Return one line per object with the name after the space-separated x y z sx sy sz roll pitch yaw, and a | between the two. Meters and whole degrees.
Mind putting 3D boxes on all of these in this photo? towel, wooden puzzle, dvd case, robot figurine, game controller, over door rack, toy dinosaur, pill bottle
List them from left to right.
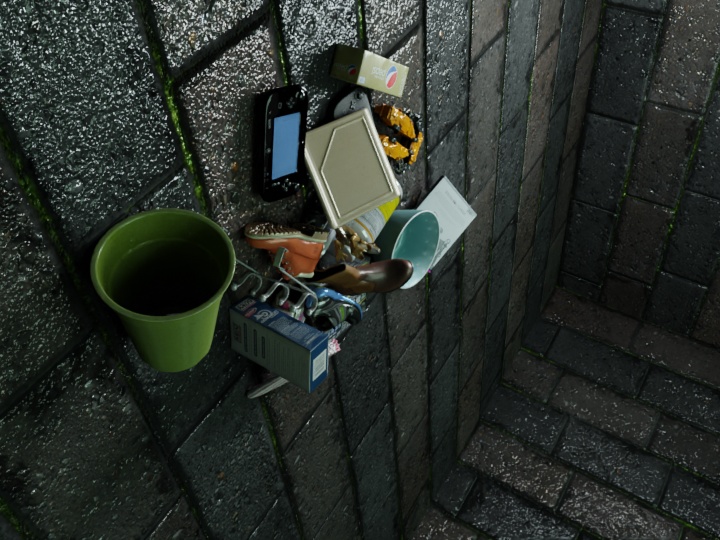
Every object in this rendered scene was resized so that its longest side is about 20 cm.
-0.172 0.014 1.264 0.068 0.145 0.201 -63 155 -20 | over door rack
-0.137 -0.222 1.253 0.104 0.041 0.204 -35 138 -50 | game controller
-0.142 0.211 1.528 0.145 0.030 0.199 -36 170 30 | towel
-0.035 -0.073 1.423 0.060 0.108 0.200 -32 130 18 | toy dinosaur
-0.024 -0.200 1.390 0.198 0.037 0.189 -29 101 -35 | wooden puzzle
-0.007 -0.270 1.459 0.105 0.041 0.203 -51 138 -35 | game controller
0.003 -0.119 1.548 0.202 0.107 0.110 -56 152 -23 | pill bottle
0.084 -0.304 1.627 0.199 0.057 0.148 13 98 -64 | robot figurine
0.201 -0.126 1.889 0.201 0.025 0.150 -49 113 -9 | dvd case

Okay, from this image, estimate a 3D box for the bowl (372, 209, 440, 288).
0.101 -0.068 1.769 0.199 0.104 0.205 -30 132 -40 | bowl

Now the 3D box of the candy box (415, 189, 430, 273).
0.181 -0.107 1.966 0.136 0.060 0.204 20 91 -63 | candy box

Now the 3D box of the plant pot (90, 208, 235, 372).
-0.284 0.048 1.055 0.200 0.198 0.192 -47 161 -36 | plant pot

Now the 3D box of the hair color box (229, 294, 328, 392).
-0.153 0.134 1.328 0.060 0.197 0.102 -36 141 -45 | hair color box

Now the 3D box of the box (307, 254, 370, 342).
-0.050 0.071 1.662 0.199 0.048 0.164 -39 143 -47 | box

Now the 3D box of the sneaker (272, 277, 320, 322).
-0.152 0.095 1.453 0.204 0.080 0.088 -70 155 -15 | sneaker

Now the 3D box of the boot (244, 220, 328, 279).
-0.144 -0.034 1.338 0.198 0.074 0.110 5 106 -50 | boot

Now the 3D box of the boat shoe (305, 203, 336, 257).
-0.083 -0.095 1.450 0.068 0.071 0.201 43 80 -34 | boat shoe

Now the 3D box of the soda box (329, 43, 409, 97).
0.021 -0.397 1.419 0.199 0.067 0.066 -8 117 -61 | soda box

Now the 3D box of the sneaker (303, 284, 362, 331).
-0.062 0.085 1.473 0.199 0.069 0.085 26 81 -60 | sneaker

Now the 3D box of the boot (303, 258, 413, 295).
0.000 0.000 1.479 0.199 0.184 0.070 25 61 -65 | boot
